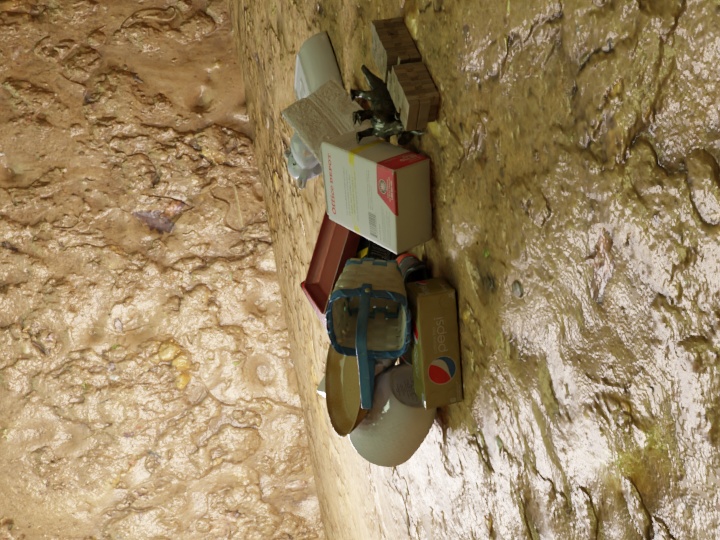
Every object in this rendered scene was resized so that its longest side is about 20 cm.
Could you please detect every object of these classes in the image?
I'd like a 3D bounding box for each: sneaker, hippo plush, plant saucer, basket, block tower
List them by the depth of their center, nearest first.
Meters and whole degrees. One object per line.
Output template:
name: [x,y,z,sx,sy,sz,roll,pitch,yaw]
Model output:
block tower: [0.066,-0.306,1.367,0.058,0.053,0.202,98,159,-53]
basket: [0.013,0.095,1.412,0.202,0.136,0.178,-89,-2,-46]
sneaker: [0.095,0.075,1.516,0.082,0.076,0.204,-163,62,-67]
plant saucer: [-0.018,0.198,1.596,0.200,0.035,0.204,-176,90,-70]
plant saucer: [-0.050,-0.032,1.708,0.200,0.036,0.203,-136,60,-69]
hippo plush: [-0.079,-0.256,1.819,0.201,0.158,0.161,102,154,-59]

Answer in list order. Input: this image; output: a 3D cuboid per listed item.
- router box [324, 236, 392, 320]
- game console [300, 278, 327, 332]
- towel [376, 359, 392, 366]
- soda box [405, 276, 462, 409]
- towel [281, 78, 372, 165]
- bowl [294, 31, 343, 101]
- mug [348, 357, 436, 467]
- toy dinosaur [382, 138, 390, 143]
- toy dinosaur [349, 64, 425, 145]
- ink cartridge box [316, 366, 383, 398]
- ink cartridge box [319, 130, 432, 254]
router box: [0.000,0.000,1.689,0.200,0.051,0.160,139,145,-60]
game console: [-0.030,0.084,1.910,0.202,0.118,0.172,60,161,-8]
towel: [0.046,0.078,1.637,0.171,0.047,0.203,170,117,-74]
soda box: [0.120,0.118,1.439,0.064,0.067,0.204,-127,29,-66]
towel: [-0.060,-0.285,1.712,0.201,0.131,0.035,52,170,36]
bowl: [-0.097,-0.406,1.985,0.201,0.073,0.203,106,150,-61]
mug: [0.066,0.233,1.632,0.176,0.145,0.203,115,160,-50]
toy dinosaur: [0.033,-0.174,1.574,0.106,0.060,0.202,39,121,27]
toy dinosaur: [0.038,-0.265,1.464,0.202,0.100,0.078,-104,10,-45]
ink cartridge box: [0.020,0.247,1.766,0.200,0.118,0.067,42,157,-30]
ink cartridge box: [0.026,-0.136,1.477,0.199,0.083,0.147,30,133,46]
